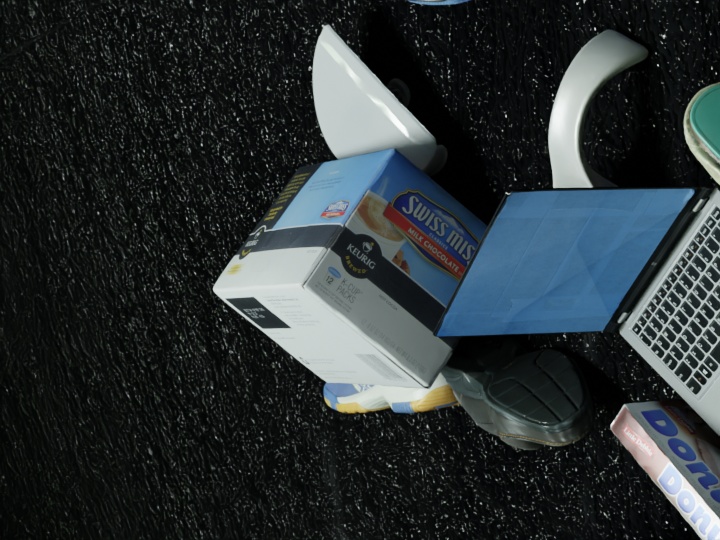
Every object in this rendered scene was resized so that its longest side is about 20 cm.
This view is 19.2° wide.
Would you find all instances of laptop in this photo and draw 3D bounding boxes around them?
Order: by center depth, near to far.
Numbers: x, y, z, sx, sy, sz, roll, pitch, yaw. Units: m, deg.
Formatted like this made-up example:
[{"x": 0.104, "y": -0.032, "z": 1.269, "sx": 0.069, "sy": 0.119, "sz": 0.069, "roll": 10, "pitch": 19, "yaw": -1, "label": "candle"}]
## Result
[{"x": 0.172, "y": 0.039, "z": 1.312, "sx": 0.200, "sy": 0.116, "sz": 0.187, "roll": 47, "pitch": 152, "yaw": 14, "label": "laptop"}]

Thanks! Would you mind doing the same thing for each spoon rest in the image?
[{"x": 0.156, "y": -0.055, "z": 1.389, "sx": 0.099, "sy": 0.061, "sz": 0.200, "roll": 37, "pitch": 143, "yaw": 47, "label": "spoon rest"}]

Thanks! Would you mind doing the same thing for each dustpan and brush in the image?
[{"x": 0.008, "y": -0.104, "z": 1.705, "sx": 0.140, "sy": 0.057, "sz": 0.200, "roll": 48, "pitch": 147, "yaw": 14, "label": "dustpan and brush"}]

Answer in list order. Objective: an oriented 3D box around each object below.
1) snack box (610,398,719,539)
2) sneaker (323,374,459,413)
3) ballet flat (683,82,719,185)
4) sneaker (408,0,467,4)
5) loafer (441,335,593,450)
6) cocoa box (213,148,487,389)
[{"x": 0.246, "y": 0.161, "z": 1.375, "sx": 0.200, "sy": 0.072, "sz": 0.024, "roll": 52, "pitch": 127, "yaw": 33, "label": "snack box"}, {"x": 0.028, "y": 0.074, "z": 1.814, "sx": 0.200, "sy": 0.075, "sz": 0.088, "roll": -10, "pitch": 91, "yaw": 61, "label": "sneaker"}, {"x": 0.256, "y": -0.030, "z": 1.207, "sx": 0.200, "sy": 0.067, "sz": 0.062, "roll": 58, "pitch": -176, "yaw": 30, "label": "ballet flat"}, {"x": 0.077, "y": -0.209, "z": 1.381, "sx": 0.079, "sy": 0.089, "sz": 0.200, "roll": 65, "pitch": 158, "yaw": 1, "label": "sneaker"}, {"x": 0.127, "y": 0.101, "z": 1.608, "sx": 0.072, "sy": 0.073, "sz": 0.200, "roll": 65, "pitch": 169, "yaw": -19, "label": "loafer"}, {"x": 0.000, "y": 0.000, "z": 1.651, "sx": 0.133, "sy": 0.131, "sz": 0.200, "roll": 39, "pitch": 164, "yaw": -17, "label": "cocoa box"}]
